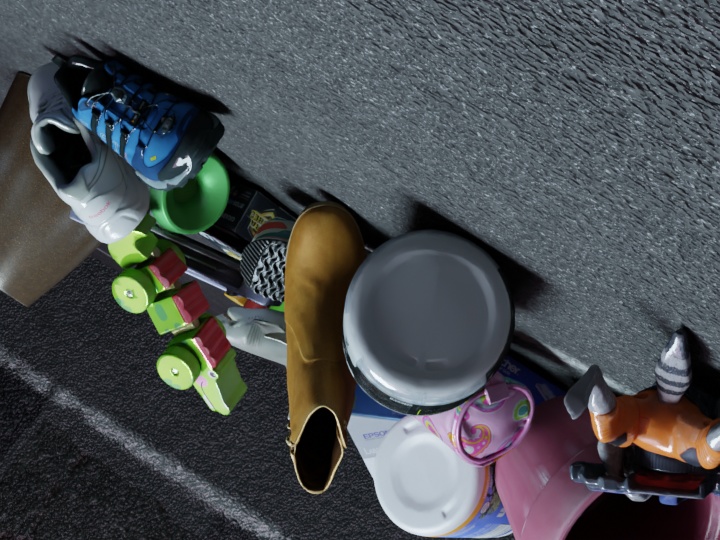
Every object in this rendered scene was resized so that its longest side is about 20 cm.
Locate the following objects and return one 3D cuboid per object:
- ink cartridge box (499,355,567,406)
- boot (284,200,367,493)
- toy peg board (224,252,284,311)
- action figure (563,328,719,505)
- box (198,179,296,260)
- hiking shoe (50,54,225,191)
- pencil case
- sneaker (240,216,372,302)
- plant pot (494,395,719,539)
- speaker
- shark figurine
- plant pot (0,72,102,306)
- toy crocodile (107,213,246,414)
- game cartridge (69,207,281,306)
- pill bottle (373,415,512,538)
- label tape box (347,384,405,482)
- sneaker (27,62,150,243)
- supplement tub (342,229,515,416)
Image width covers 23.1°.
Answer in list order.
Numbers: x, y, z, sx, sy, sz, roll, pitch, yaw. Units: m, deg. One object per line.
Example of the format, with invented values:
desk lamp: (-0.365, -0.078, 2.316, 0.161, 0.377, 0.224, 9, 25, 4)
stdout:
ink cartridge box: (0.144, 0.120, 1.701, 0.094, 0.044, 0.200, 32, 174, 5)
boot: (-0.027, 0.063, 1.406, 0.070, 0.203, 0.144, 1, -151, -1)
toy peg board: (-0.073, 0.047, 1.932, 0.200, 0.098, 0.198, 39, 170, -38)
action figure: (0.234, 0.104, 1.170, 0.198, 0.106, 0.193, 4, 172, 15)
box: (-0.106, -0.039, 1.706, 0.159, 0.046, 0.199, 37, 171, -37)
hiking shoe: (-0.181, -0.119, 1.385, 0.086, 0.075, 0.199, 36, 172, -34)
pencil case: (0.069, 0.088, 1.538, 0.087, 0.088, 0.200, 38, -176, -38)
sneaker: (-0.001, 0.000, 1.509, 0.198, 0.071, 0.094, 17, -151, -1)
plant pot: (0.206, 0.202, 1.492, 0.199, 0.200, 0.179, 36, -173, -30)
speaker: (-0.203, -0.095, 1.598, 0.199, 0.089, 0.088, 25, 170, 46)
shark figurine: (-0.055, 0.085, 1.610, 0.127, 0.091, 0.214, -2, -171, -23)
plant pot: (-0.337, -0.072, 1.857, 0.186, 0.201, 0.187, 32, 173, 4)
toy crocodile: (-0.158, 0.037, 1.548, 0.061, 0.068, 0.201, -17, 110, 38)
game cartridge: (-0.166, -0.015, 1.649, 0.198, 0.039, 0.130, 24, 176, 5)
pill bottle: (0.105, 0.191, 1.640, 0.111, 0.113, 0.199, 28, -173, 31)
label tape box: (0.036, 0.123, 1.723, 0.065, 0.144, 0.201, -9, 130, 18)
sneaker: (-0.247, -0.121, 1.507, 0.099, 0.078, 0.201, 42, -168, -52)
supplement tub: (0.047, 0.044, 1.308, 0.122, 0.123, 0.200, 32, 172, 3)
